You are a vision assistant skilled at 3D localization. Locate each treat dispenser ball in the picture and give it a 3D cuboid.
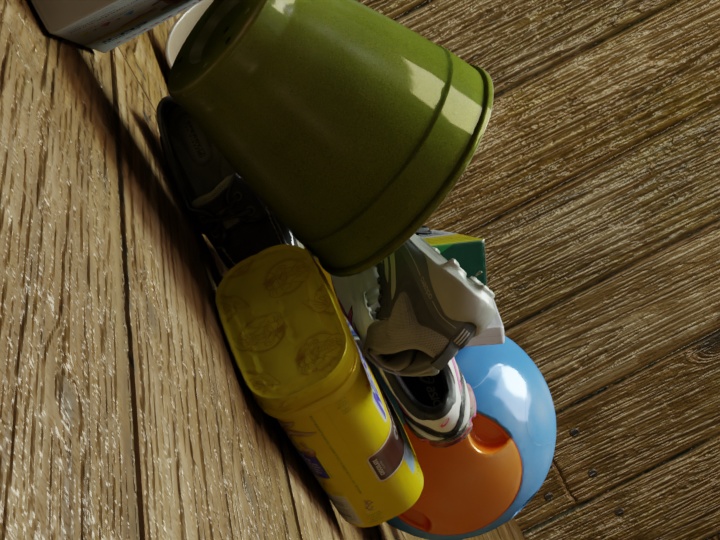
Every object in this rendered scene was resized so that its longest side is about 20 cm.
[{"bbox_3d":[0.077,0.144,1.636,0.201,0.201,0.201,62,4,-7],"label":"treat dispenser ball"}]

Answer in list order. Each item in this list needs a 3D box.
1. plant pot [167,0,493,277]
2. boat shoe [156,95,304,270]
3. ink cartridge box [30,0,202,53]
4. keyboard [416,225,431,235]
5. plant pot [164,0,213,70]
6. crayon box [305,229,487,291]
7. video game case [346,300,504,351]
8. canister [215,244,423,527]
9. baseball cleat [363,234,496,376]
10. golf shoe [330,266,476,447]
[{"bbox_3d":[-0.036,-0.132,1.380,0.193,0.200,0.200,37,14,-22],"label":"plant pot"},{"bbox_3d":[-0.114,-0.058,1.487,0.201,0.072,0.066,60,16,12],"label":"boat shoe"},{"bbox_3d":[-0.181,-0.262,1.342,0.145,0.145,0.200,63,4,-2],"label":"ink cartridge box"},{"bbox_3d":[-0.022,-0.034,1.594,0.200,0.104,0.040,3,101,-62],"label":"keyboard"},{"bbox_3d":[-0.095,-0.171,1.899,0.200,0.187,0.187,80,-10,-46],"label":"plant pot"},{"bbox_3d":[0.000,0.000,1.651,0.127,0.200,0.051,-165,-110,-69],"label":"crayon box"},{"bbox_3d":[0.021,0.049,1.576,0.143,0.199,0.018,-92,177,-78],"label":"video game case"},{"bbox_3d":[-0.028,0.095,1.418,0.200,0.086,0.149,61,2,-47],"label":"canister"},{"bbox_3d":[0.028,0.016,1.390,0.070,0.106,0.200,42,-1,-27],"label":"baseball cleat"},{"bbox_3d":[0.033,0.044,1.459,0.200,0.073,0.092,60,-2,19],"label":"golf shoe"}]
